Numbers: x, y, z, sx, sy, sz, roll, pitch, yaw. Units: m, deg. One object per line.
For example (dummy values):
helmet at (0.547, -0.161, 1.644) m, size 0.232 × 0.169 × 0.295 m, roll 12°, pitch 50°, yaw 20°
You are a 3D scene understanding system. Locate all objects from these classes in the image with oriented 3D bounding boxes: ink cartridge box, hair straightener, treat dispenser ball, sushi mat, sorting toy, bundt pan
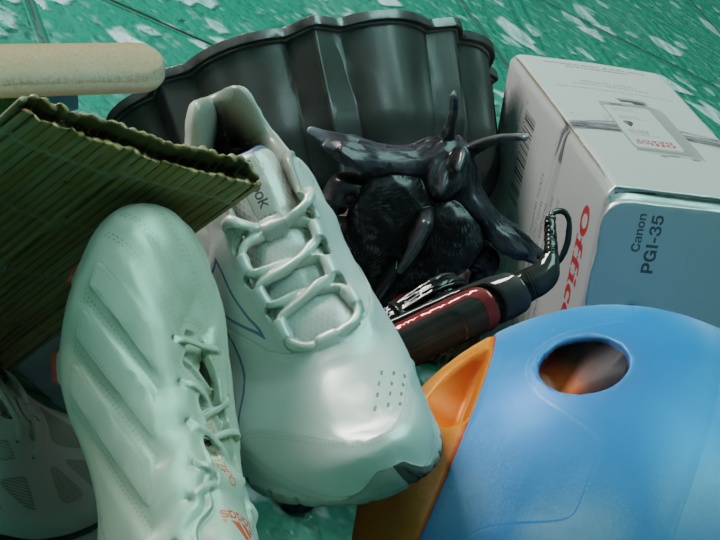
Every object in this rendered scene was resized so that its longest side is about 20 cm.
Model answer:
ink cartridge box at (0.114, 0.000, 1.046) m, size 0.082 × 0.147 × 0.200 m, roll 6°, pitch 21°, yaw -11°
hair straightener at (-0.003, 0.029, 0.893) m, size 0.041 × 0.199 × 0.077 m, roll 60°, pitch -5°, yaw -8°
treat dispenser ball at (0.096, 0.114, 0.855) m, size 0.200 × 0.201 × 0.201 m, roll 29°, pitch 20°, yaw -12°
sushi mat at (-0.131, -0.005, 0.821) m, size 0.095 × 0.200 × 0.012 m, roll 17°, pitch 57°, yaw -33°
sorting toy at (-0.206, -0.065, 0.897) m, size 0.199 × 0.037 × 0.185 m, roll -2°, pitch 4°, yaw 39°
bundt pan at (-0.021, -0.045, 1.081) m, size 0.201 × 0.201 × 0.076 m, roll 8°, pitch 61°, yaw -50°

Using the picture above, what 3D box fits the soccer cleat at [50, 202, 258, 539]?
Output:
soccer cleat at (-0.061, 0.074, 0.748) m, size 0.069 × 0.201 × 0.077 m, roll 10°, pitch -15°, yaw -40°

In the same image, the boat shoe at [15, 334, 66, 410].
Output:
boat shoe at (-0.141, 0.005, 0.940) m, size 0.198 × 0.074 × 0.068 m, roll 19°, pitch 13°, yaw 6°

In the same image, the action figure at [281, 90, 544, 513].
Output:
action figure at (0.000, 0.000, 0.971) m, size 0.118 × 0.200 × 0.102 m, roll 26°, pitch 22°, yaw -18°

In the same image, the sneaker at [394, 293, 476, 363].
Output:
sneaker at (0.078, 0.000, 1.280) m, size 0.199 × 0.071 × 0.113 m, roll 9°, pitch 35°, yaw -45°

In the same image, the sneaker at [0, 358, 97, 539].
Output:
sneaker at (-0.136, 0.041, 0.792) m, size 0.200 × 0.116 × 0.076 m, roll 11°, pitch 29°, yaw -51°

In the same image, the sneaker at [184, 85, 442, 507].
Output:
sneaker at (-0.031, 0.009, 0.815) m, size 0.074 × 0.087 × 0.200 m, roll -20°, pitch 40°, yaw -14°
